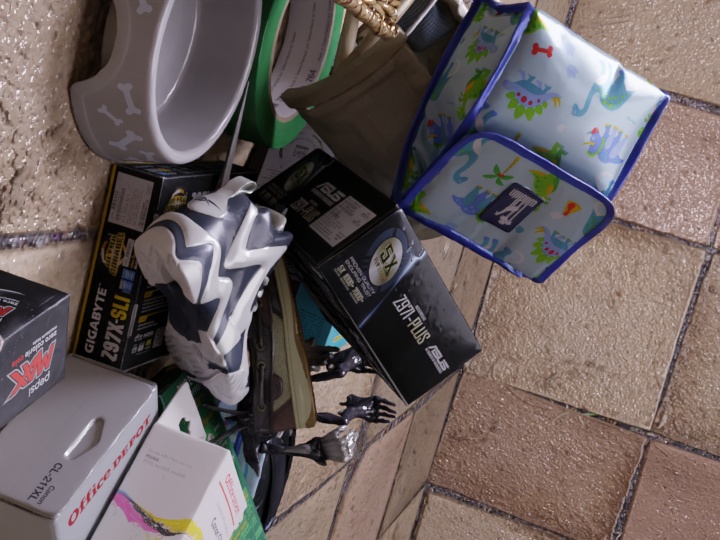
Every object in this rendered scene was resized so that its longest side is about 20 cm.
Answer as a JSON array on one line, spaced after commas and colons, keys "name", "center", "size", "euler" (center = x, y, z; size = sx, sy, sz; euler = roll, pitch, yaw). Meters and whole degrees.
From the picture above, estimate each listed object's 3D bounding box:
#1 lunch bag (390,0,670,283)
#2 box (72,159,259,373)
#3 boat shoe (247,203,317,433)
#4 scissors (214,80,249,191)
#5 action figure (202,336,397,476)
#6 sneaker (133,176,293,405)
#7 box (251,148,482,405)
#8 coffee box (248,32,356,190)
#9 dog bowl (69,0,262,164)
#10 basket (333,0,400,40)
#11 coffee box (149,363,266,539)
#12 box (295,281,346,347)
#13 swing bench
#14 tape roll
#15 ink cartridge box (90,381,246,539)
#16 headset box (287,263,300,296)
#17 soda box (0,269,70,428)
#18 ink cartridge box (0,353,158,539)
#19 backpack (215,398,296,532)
[{"name": "lunch bag", "center": [0.137, -0.107, 1.000], "size": [0.200, 0.170, 0.127], "euler": [-60, -155, 6]}, {"name": "box", "center": [-0.158, -0.011, 0.988], "size": [0.200, 0.049, 0.160], "euler": [-22, 126, -72]}, {"name": "boat shoe", "center": [-0.086, 0.044, 1.012], "size": [0.073, 0.065, 0.201], "euler": [145, -69, -80]}, {"name": "scissors", "center": [-0.118, -0.053, 0.964], "size": [0.073, 0.014, 0.201], "euler": [-41, 147, -61]}, {"name": "action figure", "center": [-0.049, 0.121, 1.096], "size": [0.200, 0.102, 0.119], "euler": [-12, 90, -50]}, {"name": "sneaker", "center": [-0.098, 0.009, 0.937], "size": [0.130, 0.079, 0.200], "euler": [-44, 137, -28]}, {"name": "box", "center": [0.000, 0.000, 1.044], "size": [0.086, 0.200, 0.164], "euler": [-35, 118, -7]}, {"name": "coffee box", "center": [-0.044, -0.131, 1.205], "size": [0.113, 0.080, 0.201], "euler": [77, 34, -68]}, {"name": "dog bowl", "center": [-0.134, -0.170, 0.860], "size": [0.200, 0.058, 0.201], "euler": [19, 90, -75]}, {"name": "basket", "center": [-0.047, -0.273, 0.881], "size": [0.200, 0.142, 0.150], "euler": [2, 101, -72]}, {"name": "coffee box", "center": [-0.148, 0.190, 1.061], "size": [0.123, 0.044, 0.201], "euler": [-55, 127, -73]}, {"name": "box", "center": [-0.016, -0.015, 1.200], "size": [0.201, 0.049, 0.082], "euler": [-70, 166, 14]}, {"name": "swing bench", "center": [0.063, -0.168, 1.092], "size": [0.199, 0.129, 0.200], "euler": [46, 54, -32]}, {"name": "tape roll", "center": [-0.072, -0.213, 1.064], "size": [0.200, 0.048, 0.201], "euler": [18, 90, -76]}, {"name": "ink cartridge box", "center": [-0.148, 0.201, 0.905], "size": [0.117, 0.067, 0.200], "euler": [87, 25, -58]}, {"name": "headset box", "center": [-0.059, 0.012, 1.337], "size": [0.149, 0.075, 0.201], "euler": [-31, 137, -69]}, {"name": "soda box", "center": [-0.254, 0.070, 0.692], "size": [0.200, 0.063, 0.071], "euler": [-48, 153, -59]}, {"name": "ink cartridge box", "center": [-0.224, 0.188, 0.911], "size": [0.146, 0.083, 0.201], "euler": [-56, 160, -46]}, {"name": "backpack", "center": [-0.130, 0.193, 1.197], "size": [0.200, 0.153, 0.163], "euler": [-57, -179, 39]}]
